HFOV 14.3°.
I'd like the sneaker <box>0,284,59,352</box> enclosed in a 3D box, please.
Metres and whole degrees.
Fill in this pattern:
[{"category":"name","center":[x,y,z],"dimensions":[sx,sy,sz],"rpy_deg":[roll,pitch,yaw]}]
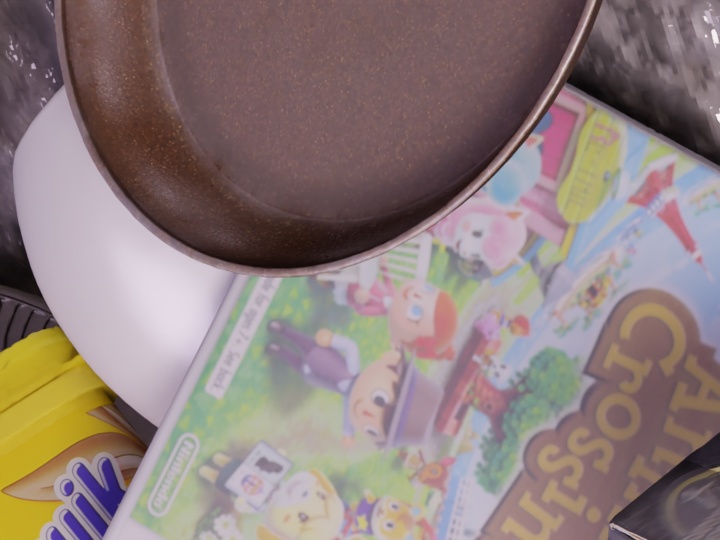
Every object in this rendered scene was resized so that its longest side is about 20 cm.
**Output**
[{"category":"sneaker","center":[-0.180,0.039,1.156],"dimensions":[0.199,0.106,0.075],"rpy_deg":[2,89,11]}]

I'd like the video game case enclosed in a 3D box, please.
[{"category":"video game case","center":[0.038,0.051,0.805],"dimensions":[0.182,0.022,0.200],"rpy_deg":[30,100,15]}]

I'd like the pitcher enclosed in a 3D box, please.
[{"category":"pitcher","center":[0.000,0.000,0.884],"dimensions":[0.200,0.121,0.172],"rpy_deg":[48,115,11]}]

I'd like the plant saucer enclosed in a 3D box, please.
[{"category":"plant saucer","center":[-0.004,-0.095,0.794],"dimensions":[0.200,0.032,0.201],"rpy_deg":[-9,75,37]}]

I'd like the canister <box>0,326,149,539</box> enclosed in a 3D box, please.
[{"category":"canister","center":[-0.088,0.136,0.908],"dimensions":[0.200,0.148,0.087],"rpy_deg":[48,145,11]}]

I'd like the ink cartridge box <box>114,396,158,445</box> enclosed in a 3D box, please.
[{"category":"ink cartridge box","center":[-0.028,0.132,1.034],"dimensions":[0.147,0.083,0.200],"rpy_deg":[38,142,27]}]

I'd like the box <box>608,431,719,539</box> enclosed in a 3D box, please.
[{"category":"box","center":[0.128,0.108,0.749],"dimensions":[0.049,0.161,0.200],"rpy_deg":[29,136,36]}]
